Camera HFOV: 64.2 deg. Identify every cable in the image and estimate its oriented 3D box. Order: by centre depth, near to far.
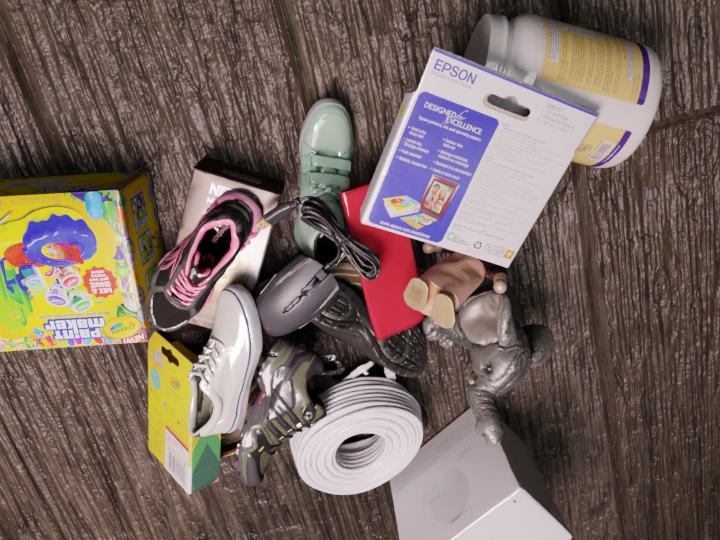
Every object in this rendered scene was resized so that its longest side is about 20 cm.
[{"bbox_3d":[-0.002,0.244,0.838,0.199,0.069,0.200,-33,127,5],"label":"cable"}]

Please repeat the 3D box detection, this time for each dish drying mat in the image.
[{"bbox_3d":[0.031,-0.014,0.709,0.076,0.018,0.202,-20,114,-14],"label":"dish drying mat"}]

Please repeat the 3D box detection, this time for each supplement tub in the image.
[{"bbox_3d":[0.222,-0.210,0.671,0.198,0.146,0.147,12,109,-7],"label":"supplement tub"}]

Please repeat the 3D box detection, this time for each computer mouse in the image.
[{"bbox_3d":[-0.087,0.005,0.675,0.199,0.046,0.141,-31,112,26],"label":"computer mouse"}]

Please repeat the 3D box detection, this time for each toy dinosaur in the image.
[{"bbox_3d":[-0.068,0.143,0.837,0.199,0.048,0.088,26,121,-12],"label":"toy dinosaur"}]

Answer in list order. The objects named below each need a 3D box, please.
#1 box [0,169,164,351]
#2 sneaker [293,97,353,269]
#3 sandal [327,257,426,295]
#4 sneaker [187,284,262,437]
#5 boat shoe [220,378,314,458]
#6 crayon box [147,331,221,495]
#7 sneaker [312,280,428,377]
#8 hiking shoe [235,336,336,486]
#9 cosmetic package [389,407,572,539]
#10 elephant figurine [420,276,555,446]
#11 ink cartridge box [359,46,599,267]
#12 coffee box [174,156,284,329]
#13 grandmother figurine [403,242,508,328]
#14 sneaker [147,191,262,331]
[{"bbox_3d":[-0.365,-0.016,0.726,0.198,0.122,0.194,-4,111,-1],"label":"box"},{"bbox_3d":[-0.033,-0.102,0.705,0.073,0.118,0.202,0,114,-21],"label":"sneaker"},{"bbox_3d":[0.000,0.000,0.782,0.198,0.054,0.081,4,153,7],"label":"sandal"},{"bbox_3d":[-0.170,0.117,0.700,0.073,0.071,0.202,19,109,34],"label":"sneaker"},{"bbox_3d":[-0.144,0.210,0.821,0.200,0.072,0.076,-37,120,24],"label":"boat shoe"},{"bbox_3d":[-0.246,0.188,0.802,0.051,0.126,0.202,-12,118,-43],"label":"crayon box"},{"bbox_3d":[0.005,0.079,0.790,0.199,0.091,0.076,36,72,-10],"label":"sneaker"},{"bbox_3d":[-0.097,0.192,0.743,0.100,0.076,0.202,17,96,-2],"label":"hiking shoe"},{"bbox_3d":[0.159,0.335,0.833,0.199,0.200,0.123,-42,109,12],"label":"cosmetic package"},{"bbox_3d":[0.176,0.092,0.738,0.140,0.200,0.157,-8,118,-21],"label":"elephant figurine"},{"bbox_3d":[0.123,-0.116,0.632,0.196,0.047,0.201,16,117,-15],"label":"ink cartridge box"},{"bbox_3d":[-0.180,-0.031,0.750,0.113,0.080,0.202,15,108,-8],"label":"coffee box"},{"bbox_3d":[0.133,-0.006,0.728,0.121,0.200,0.061,39,134,19],"label":"grandmother figurine"},{"bbox_3d":[-0.192,-0.001,0.668,0.079,0.096,0.200,34,106,-15],"label":"sneaker"}]
